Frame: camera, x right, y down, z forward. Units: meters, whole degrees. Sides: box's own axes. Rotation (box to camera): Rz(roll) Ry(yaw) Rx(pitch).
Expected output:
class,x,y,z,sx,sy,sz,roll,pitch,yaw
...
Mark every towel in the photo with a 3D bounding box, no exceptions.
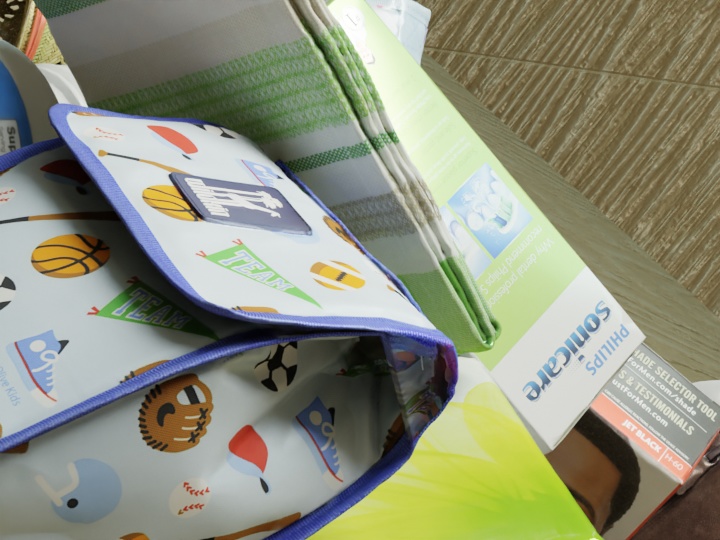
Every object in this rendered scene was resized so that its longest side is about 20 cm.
class,x,y,z,sx,sy,sz,roll,pitch,yaw
towel,-0.038,-0.048,0.954,0.149,0.031,0.200,-9,-63,48

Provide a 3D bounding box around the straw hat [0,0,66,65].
class,x,y,z,sx,sy,sz,roll,pitch,yaw
straw hat,-0.174,-0.118,1.233,0.085,0.201,0.201,17,21,-32

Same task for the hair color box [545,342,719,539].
class,x,y,z,sx,sy,sz,roll,pitch,yaw
hair color box,0.081,0.108,1.181,0.101,0.200,0.061,39,45,5

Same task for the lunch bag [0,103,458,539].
class,x,y,z,sx,sy,sz,roll,pitch,yaw
lunch bag,-0.088,0.029,0.846,0.170,0.200,0.124,47,-25,49

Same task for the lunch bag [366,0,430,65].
class,x,y,z,sx,sy,sz,roll,pitch,yaw
lunch bag,-0.059,-0.056,1.261,0.200,0.170,0.127,-1,-15,35

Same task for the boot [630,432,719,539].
class,x,y,z,sx,sy,sz,roll,pitch,yaw
boot,0.126,0.130,1.313,0.200,0.166,0.072,46,13,35

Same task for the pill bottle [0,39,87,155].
class,x,y,z,sx,sy,sz,roll,pitch,yaw
pill bottle,-0.188,-0.041,0.976,0.200,0.112,0.112,-6,42,-47

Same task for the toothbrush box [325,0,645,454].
class,x,y,z,sx,sy,sz,roll,pitch,yaw
toothbrush box,0.000,0.000,1.048,0.200,0.146,0.086,49,52,-7

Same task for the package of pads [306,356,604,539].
class,x,y,z,sx,sy,sz,roll,pitch,yaw
package of pads,-0.022,0.106,0.906,0.200,0.068,0.155,-10,28,-12

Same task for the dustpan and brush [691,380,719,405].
class,x,y,z,sx,sy,sz,roll,pitch,yaw
dustpan and brush,0.109,0.080,1.230,0.057,0.200,0.140,-47,123,-45
